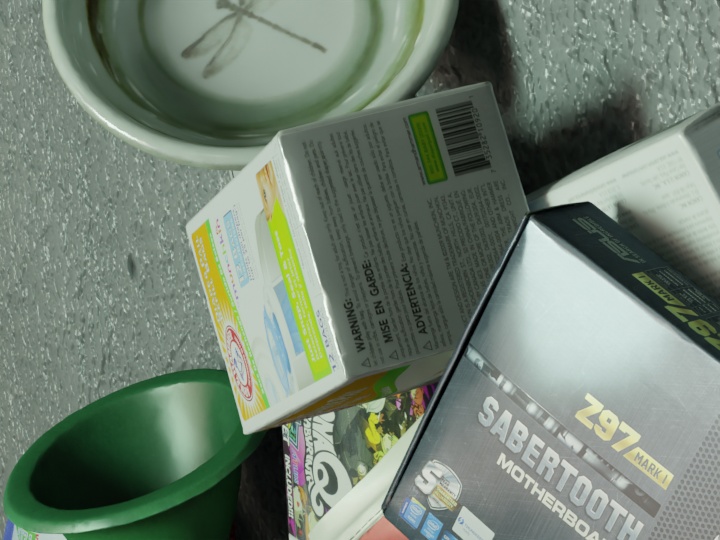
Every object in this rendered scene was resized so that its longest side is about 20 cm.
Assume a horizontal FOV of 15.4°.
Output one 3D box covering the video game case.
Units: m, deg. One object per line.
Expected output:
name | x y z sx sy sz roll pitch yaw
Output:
video game case | 0.012 0.092 1.395 0.181 0.036 0.201 21 118 58

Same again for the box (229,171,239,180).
box | -0.037 -0.133 1.382 0.117 0.060 0.200 -19 82 63

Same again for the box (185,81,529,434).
box | 0.000 0.000 1.202 0.200 0.101 0.113 147 107 -72

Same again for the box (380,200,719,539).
box | 0.116 0.092 1.053 0.200 0.051 0.158 40 120 26

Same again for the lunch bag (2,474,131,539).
lunch bag | -0.150 0.208 1.667 0.200 0.124 0.170 103 147 -52

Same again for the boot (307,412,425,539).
boot | 0.080 0.120 1.255 0.144 0.072 0.200 47 128 9

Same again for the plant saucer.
plant saucer | -0.050 -0.125 1.275 0.050 0.200 0.200 79 167 -61

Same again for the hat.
hat | -0.104 0.180 1.556 0.200 0.165 0.176 -75 -32 -63

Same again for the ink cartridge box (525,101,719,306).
ink cartridge box | 0.152 0.039 1.110 0.200 0.047 0.160 62 152 -2
